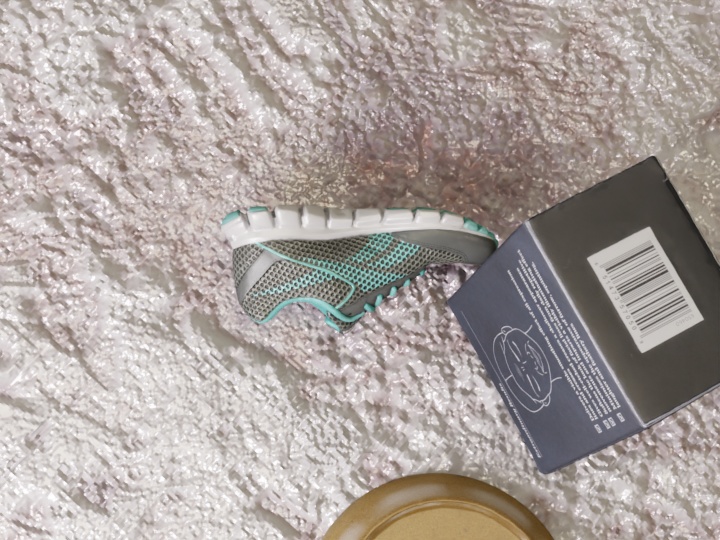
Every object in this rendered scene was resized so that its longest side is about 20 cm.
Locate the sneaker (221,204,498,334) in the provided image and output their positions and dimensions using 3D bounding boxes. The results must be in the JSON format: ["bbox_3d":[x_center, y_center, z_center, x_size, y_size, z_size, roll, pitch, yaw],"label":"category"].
[{"bbox_3d":[0.000,0.000,1.052,0.199,0.078,0.092,0,90,-8],"label":"sneaker"}]

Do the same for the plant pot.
[{"bbox_3d":[0.059,0.237,1.009,0.199,0.027,0.201,3,73,-9],"label":"plant pot"}]

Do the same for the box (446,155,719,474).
[{"bbox_3d":[0.159,0.037,0.994,0.107,0.200,0.149,-26,81,-18],"label":"box"}]
